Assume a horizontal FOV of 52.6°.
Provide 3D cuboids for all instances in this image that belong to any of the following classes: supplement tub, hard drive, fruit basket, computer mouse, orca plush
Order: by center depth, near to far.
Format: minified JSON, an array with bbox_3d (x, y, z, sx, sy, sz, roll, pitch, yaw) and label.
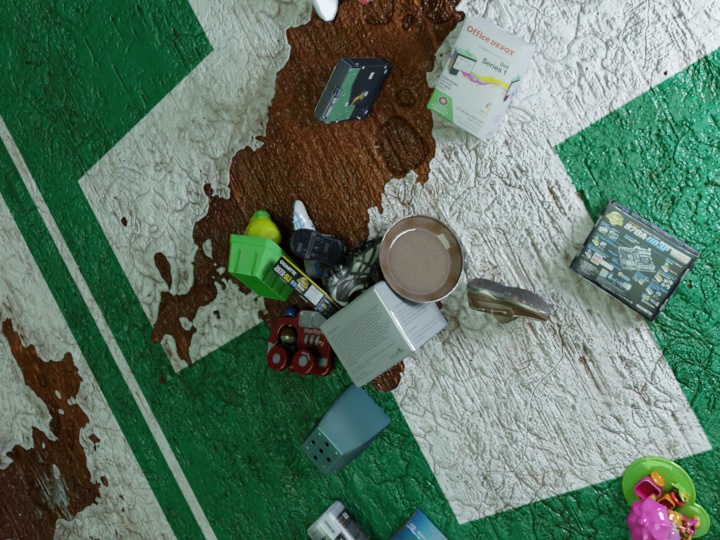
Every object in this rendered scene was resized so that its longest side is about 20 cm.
[{"bbox_3d":[-0.014,-0.392,1.579,0.038,0.199,0.141,37,120,14],"label":"hard drive"},{"bbox_3d":[-0.104,-0.662,1.630,0.071,0.104,0.202,34,154,60],"label":"orca plush"},{"bbox_3d":[-0.083,-0.019,1.766,0.196,0.046,0.144,11,92,-9],"label":"computer mouse"},{"bbox_3d":[-0.235,-0.052,1.838,0.153,0.215,0.221,8,108,27],"label":"fruit basket"},{"bbox_3d":[-0.040,0.736,1.958,0.200,0.122,0.123,47,121,11],"label":"supplement tub"}]

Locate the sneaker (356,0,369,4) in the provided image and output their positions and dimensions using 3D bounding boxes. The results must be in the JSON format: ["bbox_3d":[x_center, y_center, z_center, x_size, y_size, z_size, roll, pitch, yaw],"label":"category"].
[{"bbox_3d":[0.001,-0.687,1.569,0.081,0.078,0.203,-16,105,28],"label":"sneaker"}]

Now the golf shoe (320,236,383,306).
[{"bbox_3d":[0.000,0.000,1.715,0.095,0.199,0.078,54,165,-13],"label":"golf shoe"}]

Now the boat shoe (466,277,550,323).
[{"bbox_3d":[0.322,0.077,1.595,0.197,0.075,0.073,21,118,34],"label":"boat shoe"}]

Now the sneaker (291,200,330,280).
[{"bbox_3d":[-0.123,-0.079,1.816,0.071,0.072,0.204,-16,95,9],"label":"sneaker"}]

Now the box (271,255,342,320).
[{"bbox_3d":[-0.118,0.057,1.763,0.159,0.200,0.050,38,84,24],"label":"box"}]

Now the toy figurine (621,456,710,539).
[{"bbox_3d":[0.612,0.508,1.476,0.200,0.183,0.151,45,121,11],"label":"toy figurine"}]

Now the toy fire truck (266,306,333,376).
[{"bbox_3d":[-0.151,0.182,1.890,0.196,0.112,0.172,4,82,29],"label":"toy fire truck"}]

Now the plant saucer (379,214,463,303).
[{"bbox_3d":[0.134,-0.024,1.632,0.202,0.199,0.037,56,163,5],"label":"plant saucer"}]

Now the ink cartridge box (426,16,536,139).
[{"bbox_3d":[0.246,-0.396,1.494,0.144,0.084,0.203,34,117,18],"label":"ink cartridge box"}]

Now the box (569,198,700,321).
[{"bbox_3d":[0.541,-0.020,1.450,0.198,0.046,0.161,35,118,18],"label":"box"}]

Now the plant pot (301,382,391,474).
[{"bbox_3d":[-0.050,0.408,1.826,0.141,0.199,0.142,45,121,11],"label":"plant pot"}]

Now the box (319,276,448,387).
[{"bbox_3d":[0.056,0.127,1.684,0.199,0.198,0.173,-36,85,32],"label":"box"}]

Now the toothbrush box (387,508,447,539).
[{"bbox_3d":[0.164,0.743,1.863,0.200,0.085,0.147,44,120,13],"label":"toothbrush box"}]
